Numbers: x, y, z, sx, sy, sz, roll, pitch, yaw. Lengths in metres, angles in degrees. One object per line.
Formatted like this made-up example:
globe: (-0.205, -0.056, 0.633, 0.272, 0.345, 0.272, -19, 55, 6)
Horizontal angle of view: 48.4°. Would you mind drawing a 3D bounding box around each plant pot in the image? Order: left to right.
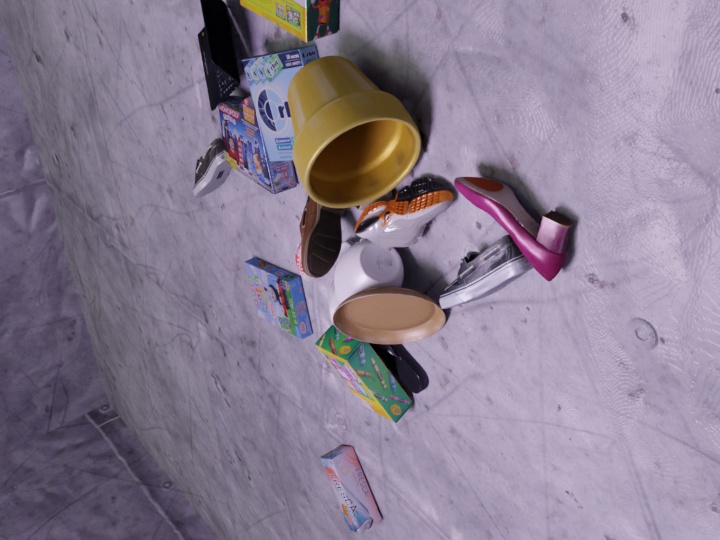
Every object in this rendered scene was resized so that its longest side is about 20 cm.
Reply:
plant pot: (-0.029, -0.236, 1.291, 0.189, 0.200, 0.201, 64, 152, 30)
plant pot: (0.050, 0.078, 1.419, 0.200, 0.200, 0.028, 124, 151, -55)

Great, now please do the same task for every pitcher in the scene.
pitcher: (0.000, 0.000, 1.492, 0.200, 0.121, 0.172, 129, 134, -61)

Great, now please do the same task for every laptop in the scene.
laptop: (-0.306, -0.441, 1.583, 0.200, 0.103, 0.178, -24, 73, 51)

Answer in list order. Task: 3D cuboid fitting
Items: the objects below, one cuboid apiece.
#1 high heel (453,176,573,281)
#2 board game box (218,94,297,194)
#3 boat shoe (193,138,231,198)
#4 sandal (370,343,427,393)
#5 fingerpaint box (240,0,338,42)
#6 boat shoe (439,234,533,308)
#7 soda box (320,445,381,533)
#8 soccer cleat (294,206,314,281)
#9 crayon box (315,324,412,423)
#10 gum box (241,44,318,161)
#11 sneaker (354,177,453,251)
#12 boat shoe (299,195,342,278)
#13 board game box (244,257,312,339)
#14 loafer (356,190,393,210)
high heel: (0.208, -0.064, 1.157, 0.200, 0.067, 0.096, 35, 128, 35)
board game box: (-0.215, -0.287, 1.644, 0.200, 0.062, 0.200, 35, 137, 41)
boat shoe: (-0.351, -0.240, 1.884, 0.064, 0.071, 0.200, 59, 141, 8)
sandal: (0.053, 0.165, 1.585, 0.200, 0.043, 0.076, 43, 143, 31)
fingerpaint box: (-0.122, -0.500, 1.337, 0.200, 0.073, 0.167, 38, 141, 36)
boat shoe: (0.189, 0.002, 1.251, 0.200, 0.072, 0.071, -35, 73, 49)
soda box: (-0.023, 0.527, 1.937, 0.064, 0.068, 0.200, -15, 98, 59)
soccer cleat: (-0.084, -0.045, 1.620, 0.085, 0.069, 0.200, 46, 140, 35)
crayon box: (0.007, 0.207, 1.600, 0.119, 0.058, 0.200, 19, 149, 53)
gum box: (-0.129, -0.307, 1.494, 0.170, 0.045, 0.200, 6, 117, 45)
sneaker: (0.087, -0.088, 1.340, 0.092, 0.076, 0.200, 36, 144, -31)
boat shoe: (-0.078, -0.076, 1.508, 0.068, 0.072, 0.200, -14, 57, 49)
board game box: (-0.196, 0.063, 1.895, 0.200, 0.037, 0.152, 21, 129, 50)
loafer: (-0.015, -0.190, 1.404, 0.200, 0.068, 0.076, 59, 149, 9)
